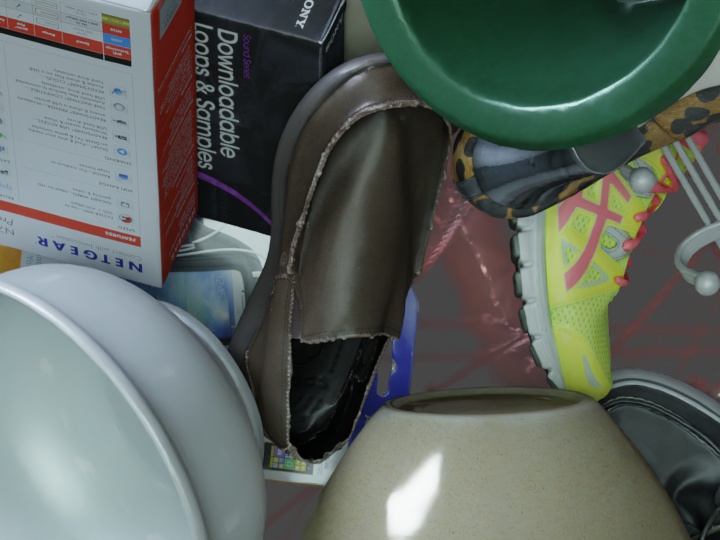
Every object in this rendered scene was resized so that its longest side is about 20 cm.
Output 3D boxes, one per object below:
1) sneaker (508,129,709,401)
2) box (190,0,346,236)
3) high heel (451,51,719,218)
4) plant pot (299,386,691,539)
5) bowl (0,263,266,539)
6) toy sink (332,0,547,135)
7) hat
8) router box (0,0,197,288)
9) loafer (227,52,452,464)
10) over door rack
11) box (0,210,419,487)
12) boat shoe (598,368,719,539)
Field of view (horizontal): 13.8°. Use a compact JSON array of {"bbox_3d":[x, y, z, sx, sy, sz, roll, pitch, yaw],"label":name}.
[{"bbox_3d":[0.109,-0.039,1.311,0.090,0.078,0.201,-2,97,3],"label":"sneaker"},{"bbox_3d":[-0.104,-0.087,1.288,0.199,0.143,0.036,14,55,10],"label":"box"},{"bbox_3d":[0.130,-0.089,1.244,0.200,0.142,0.072,-32,97,-22],"label":"high heel"},{"bbox_3d":[0.056,0.122,1.278,0.199,0.200,0.135,-2,95,5],"label":"plant pot"},{"bbox_3d":[-0.105,0.075,1.280,0.201,0.090,0.202,29,135,34],"label":"bowl"},{"bbox_3d":[-0.012,-0.168,1.257,0.199,0.130,0.112,28,57,-6],"label":"toy sink"},{"bbox_3d":[0.122,-0.146,1.185,0.200,0.176,0.166,-26,84,33],"label":"hat"},{"bbox_3d":[-0.170,-0.089,1.248,0.199,0.049,0.180,16,144,9],"label":"router box"},{"bbox_3d":[0.000,0.000,1.258,0.073,0.071,0.201,-4,129,-26],"label":"loafer"},{"bbox_3d":[0.226,-0.041,1.274,0.199,0.067,0.148,-29,127,9],"label":"over door rack"},{"bbox_3d":[-0.074,0.030,1.357,0.199,0.041,0.120,7,98,2],"label":"box"},{"bbox_3d":[0.170,0.128,1.332,0.070,0.066,0.200,-38,93,9],"label":"boat shoe"}]
